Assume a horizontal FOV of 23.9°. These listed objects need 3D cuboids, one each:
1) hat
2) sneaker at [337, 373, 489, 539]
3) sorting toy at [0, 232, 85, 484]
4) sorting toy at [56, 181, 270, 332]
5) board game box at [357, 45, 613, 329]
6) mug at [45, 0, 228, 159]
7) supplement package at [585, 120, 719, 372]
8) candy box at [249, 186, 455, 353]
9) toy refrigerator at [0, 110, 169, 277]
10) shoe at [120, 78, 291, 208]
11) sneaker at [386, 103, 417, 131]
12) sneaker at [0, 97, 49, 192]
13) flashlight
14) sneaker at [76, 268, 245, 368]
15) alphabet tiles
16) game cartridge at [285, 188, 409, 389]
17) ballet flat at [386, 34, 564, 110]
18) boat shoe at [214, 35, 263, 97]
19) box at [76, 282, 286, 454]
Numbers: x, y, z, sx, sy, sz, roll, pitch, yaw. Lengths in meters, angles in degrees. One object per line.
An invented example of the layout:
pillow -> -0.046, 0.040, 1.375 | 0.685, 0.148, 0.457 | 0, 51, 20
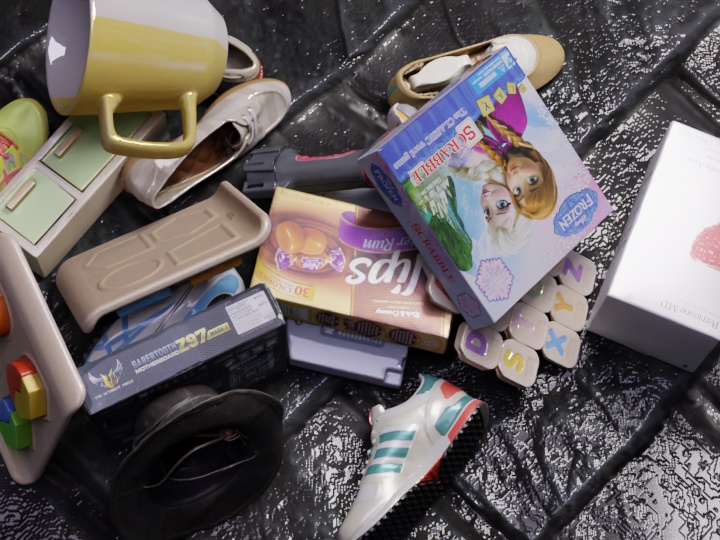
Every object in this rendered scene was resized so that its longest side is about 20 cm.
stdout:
hat -> -0.165, 0.163, 1.576 | 0.200, 0.201, 0.081 | -32, 56, -13
sneaker -> 0.032, 0.184, 1.641 | 0.093, 0.070, 0.200 | 34, 74, 28
sorting toy -> -0.330, 0.088, 1.587 | 0.036, 0.200, 0.185 | -16, 70, -33
sorting toy -> -0.191, -0.011, 1.641 | 0.200, 0.185, 0.037 | -29, 111, -10
board game box -> 0.124, -0.081, 1.634 | 0.200, 0.041, 0.200 | -42, 102, -31
mug -> -0.217, -0.202, 1.668 | 0.153, 0.149, 0.187 | 3, 92, -27
supplement package -> 0.321, -0.022, 1.689 | 0.121, 0.120, 0.200 | 22, 71, 4
candy box -> 0.000, 0.000, 1.666 | 0.200, 0.056, 0.117 | 13, 70, 3
toy refrigerator -> -0.286, -0.098, 1.716 | 0.076, 0.070, 0.200 | 37, 74, 10
shoe -> -0.147, -0.126, 1.723 | 0.200, 0.070, 0.053 | -34, 42, -15
sneaker -> 0.107, -0.101, 1.736 | 0.200, 0.078, 0.077 | 45, 69, 4
sneaker -> -0.384, -0.100, 1.702 | 0.078, 0.090, 0.200 | 32, 71, 10
flashlight -> -0.017, -0.108, 1.695 | 0.200, 0.068, 0.068 | -3, 84, 27
sneaker -> -0.195, 0.065, 1.662 | 0.200, 0.072, 0.072 | -39, 73, -13
alphabet tiles -> 0.154, 0.009, 1.671 | 0.195, 0.015, 0.200 | 27, 67, -28
game cartridge -> -0.004, 0.011, 1.709 | 0.133, 0.040, 0.200 | 14, 70, -1
ballet flat -> 0.125, -0.208, 1.776 | 0.200, 0.063, 0.069 | -19, 73, -9
boat shoe -> -0.192, -0.239, 1.774 | 0.200, 0.063, 0.071 | 28, 74, 8
box -> -0.167, 0.095, 1.606 | 0.200, 0.158, 0.051 | -25, 73, -10
